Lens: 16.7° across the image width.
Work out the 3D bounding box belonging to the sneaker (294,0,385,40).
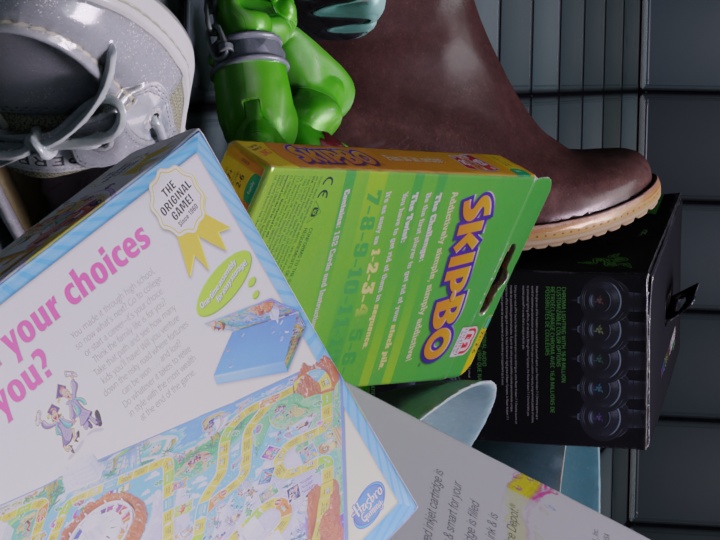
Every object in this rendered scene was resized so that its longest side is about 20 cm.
[{"bbox_3d":[-0.029,-0.191,1.048,0.200,0.077,0.141,61,34,-68],"label":"sneaker"}]

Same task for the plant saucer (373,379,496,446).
[{"bbox_3d":[-0.023,0.111,1.050,0.201,0.039,0.201,-43,165,-14],"label":"plant saucer"}]

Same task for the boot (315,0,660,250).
[{"bbox_3d":[0.052,-0.095,1.188,0.072,0.199,0.167,-151,-123,-70],"label":"boot"}]

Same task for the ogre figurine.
[{"bbox_3d":[-0.025,-0.022,1.050,0.201,0.098,0.120,99,-7,-47],"label":"ogre figurine"}]

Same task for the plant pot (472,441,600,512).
[{"bbox_3d":[0.054,0.157,1.348,0.200,0.134,0.201,3,90,-78],"label":"plant pot"}]

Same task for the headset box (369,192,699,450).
[{"bbox_3d":[0.074,0.020,1.269,0.174,0.199,0.093,-47,138,-70],"label":"headset box"}]

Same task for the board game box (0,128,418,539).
[{"bbox_3d":[-0.079,0.067,0.663,0.200,0.034,0.135,-41,108,-43],"label":"board game box"}]

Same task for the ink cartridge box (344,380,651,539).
[{"bbox_3d":[0.035,0.137,0.873,0.083,0.199,0.146,-59,-173,28],"label":"ink cartridge box"}]

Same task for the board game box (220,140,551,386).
[{"bbox_3d":[0.000,0.000,0.940,0.200,0.030,0.096,1,118,-53],"label":"board game box"}]

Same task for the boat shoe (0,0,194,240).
[{"bbox_3d":[-0.093,-0.037,0.799,0.202,0.074,0.065,85,12,-66],"label":"boat shoe"}]
